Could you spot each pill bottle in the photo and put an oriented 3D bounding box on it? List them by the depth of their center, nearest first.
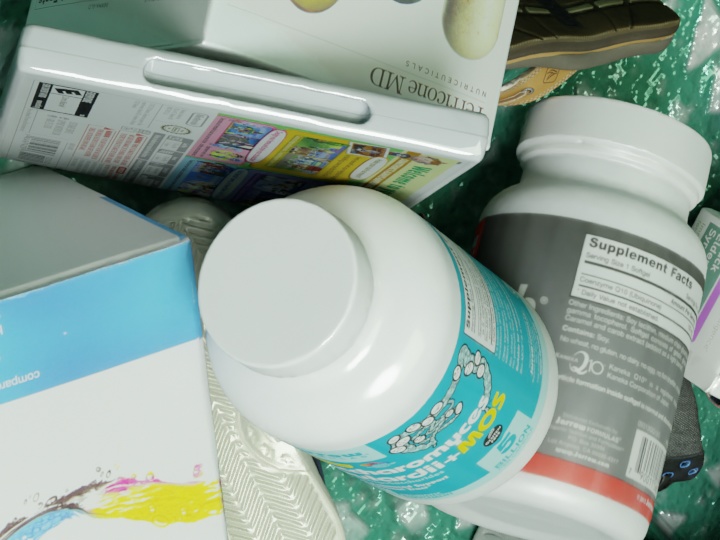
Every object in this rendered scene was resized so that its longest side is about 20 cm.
[{"bbox_3d":[0.005,0.030,1.063,0.111,0.111,0.200,-61,152,-2],"label":"pill bottle"},{"bbox_3d":[0.103,0.026,1.206,0.116,0.116,0.200,25,72,-36],"label":"pill bottle"}]

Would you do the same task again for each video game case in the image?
[{"bbox_3d":[-0.058,-0.056,1.031,0.182,0.200,0.022,11,81,-10],"label":"video game case"}]

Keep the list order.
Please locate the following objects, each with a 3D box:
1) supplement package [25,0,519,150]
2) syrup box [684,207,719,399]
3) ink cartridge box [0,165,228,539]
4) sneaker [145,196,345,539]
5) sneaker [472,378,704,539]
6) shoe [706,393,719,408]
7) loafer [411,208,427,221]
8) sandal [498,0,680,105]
[{"bbox_3d":[-0.026,-0.164,1.054,0.152,0.151,0.201,18,80,-35],"label":"supplement package"},{"bbox_3d":[0.245,0.046,1.281,0.200,0.081,0.079,24,99,-31],"label":"syrup box"},{"bbox_3d":[-0.155,0.081,1.072,0.146,0.147,0.201,-18,113,-28],"label":"ink cartridge box"},{"bbox_3d":[-0.066,0.055,1.163,0.075,0.085,0.200,-18,109,-10],"label":"sneaker"},{"bbox_3d":[0.127,0.127,1.314,0.112,0.073,0.201,7,99,-33],"label":"sneaker"},{"bbox_3d":[0.233,0.049,1.368,0.091,0.071,0.200,-43,128,1],"label":"shoe"},{"bbox_3d":[0.000,0.000,1.194,0.073,0.071,0.200,-35,120,-19],"label":"loafer"},{"bbox_3d":[0.069,-0.111,1.216,0.200,0.082,0.055,-8,131,-38],"label":"sandal"}]
